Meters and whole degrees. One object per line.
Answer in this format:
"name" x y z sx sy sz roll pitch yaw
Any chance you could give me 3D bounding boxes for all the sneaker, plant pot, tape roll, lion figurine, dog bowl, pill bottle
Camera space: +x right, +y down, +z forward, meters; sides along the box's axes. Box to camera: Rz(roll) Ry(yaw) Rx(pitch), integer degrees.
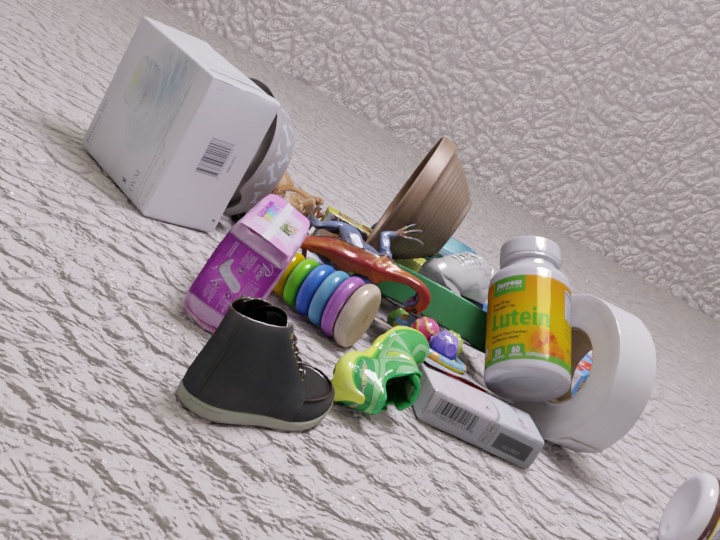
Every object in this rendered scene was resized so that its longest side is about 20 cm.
"sneaker" 0.032 0.121 1.147 0.083 0.074 0.200 33 23 17
"plant pot" 0.096 -0.086 1.475 0.092 0.201 0.201 35 14 -3
"tape roll" 0.107 0.052 1.458 0.200 0.048 0.200 30 -3 2
"lion figurine" -0.118 -0.131 1.476 0.200 0.072 0.122 55 18 25
"sneaker" 0.145 0.005 1.532 0.076 0.081 0.200 30 0 26
"dog bowl" -0.176 -0.169 1.444 0.059 0.200 0.200 31 10 -47
"sneaker" -0.071 0.087 0.963 0.075 0.107 0.200 39 16 30
"pill bottle" 0.221 0.060 1.349 0.111 0.111 0.201 23 57 -28
"pill bottle" 0.468 0.337 1.231 0.199 0.110 0.109 32 14 -1
"tape roll" 0.292 0.137 1.362 0.071 0.203 0.203 24 16 -29

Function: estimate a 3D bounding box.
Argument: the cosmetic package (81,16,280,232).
"cosmetic package" -0.244 -0.194 1.362 0.123 0.200 0.200 14 21 -47

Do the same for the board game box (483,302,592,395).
"board game box" 0.295 0.127 1.687 0.200 0.056 0.196 37 15 20

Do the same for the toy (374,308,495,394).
"toy" 0.093 0.089 1.335 0.115 0.047 0.200 26 2 -29

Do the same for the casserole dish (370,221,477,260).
"casserole dish" 0.098 -0.009 1.634 0.199 0.121 0.039 28 32 -12

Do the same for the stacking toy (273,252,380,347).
"stacking toy" -0.075 0.010 1.282 0.199 0.086 0.085 32 14 18

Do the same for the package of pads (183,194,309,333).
"package of pads" -0.124 -0.010 1.152 0.075 0.121 0.200 35 14 -5

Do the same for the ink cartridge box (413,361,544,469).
"ink cartridge box" 0.128 0.151 1.285 0.162 0.057 0.200 27 20 -18

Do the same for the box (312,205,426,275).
"box" 0.020 -0.017 1.576 0.199 0.076 0.050 28 12 -9

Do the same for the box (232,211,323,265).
"box" -0.123 -0.055 1.479 0.110 0.035 0.200 25 16 -26

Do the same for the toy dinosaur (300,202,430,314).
"toy dinosaur" 0.000 0.000 1.329 0.181 0.106 0.200 34 30 24
